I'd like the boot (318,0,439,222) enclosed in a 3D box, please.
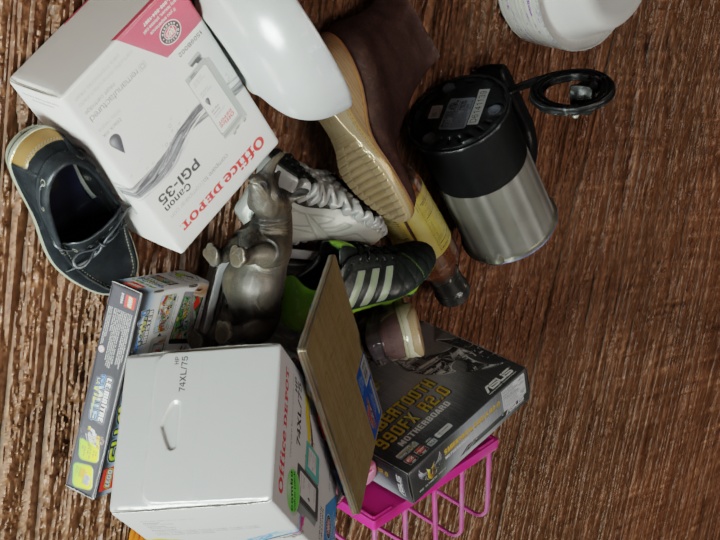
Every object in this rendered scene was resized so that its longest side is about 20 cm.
[{"bbox_3d":[0.034,-0.168,1.331,0.166,0.072,0.200,-45,111,-30],"label":"boot"}]

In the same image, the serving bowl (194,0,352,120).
[{"bbox_3d":[-0.090,-0.205,1.138,0.066,0.200,0.200,-35,134,-3],"label":"serving bowl"}]

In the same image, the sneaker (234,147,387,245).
[{"bbox_3d":[-0.049,-0.059,1.336,0.200,0.075,0.081,22,110,-51],"label":"sneaker"}]

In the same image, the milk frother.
[{"bbox_3d":[0.184,-0.122,1.450,0.181,0.200,0.188,-53,138,-21],"label":"milk frother"}]

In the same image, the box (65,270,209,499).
[{"bbox_3d":[-0.204,0.103,1.228,0.110,0.035,0.200,-9,117,-63],"label":"box"}]

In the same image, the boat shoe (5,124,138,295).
[{"bbox_3d":[-0.234,-0.040,1.131,0.075,0.062,0.200,-43,144,-19],"label":"boat shoe"}]

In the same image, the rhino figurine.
[{"bbox_3d":[-0.097,-0.016,1.229,0.087,0.060,0.200,-9,119,-51],"label":"rhino figurine"}]

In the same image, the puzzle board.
[{"bbox_3d":[-0.019,0.108,1.265,0.151,0.017,0.200,-75,154,-54],"label":"puzzle board"}]

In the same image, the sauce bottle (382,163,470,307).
[{"bbox_3d":[0.068,-0.033,1.468,0.066,0.066,0.200,-50,138,-19],"label":"sauce bottle"}]

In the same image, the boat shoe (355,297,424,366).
[{"bbox_3d":[0.023,0.066,1.406,0.065,0.200,0.072,-9,92,-6],"label":"boat shoe"}]

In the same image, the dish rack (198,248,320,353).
[{"bbox_3d":[-0.094,0.055,1.349,0.200,0.044,0.172,5,104,-48],"label":"dish rack"}]

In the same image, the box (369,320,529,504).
[{"bbox_3d":[0.064,0.150,1.472,0.200,0.158,0.048,-36,133,-30],"label":"box"}]

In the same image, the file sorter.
[{"bbox_3d":[0.037,0.253,1.506,0.200,0.139,0.126,-26,128,-37],"label":"file sorter"}]

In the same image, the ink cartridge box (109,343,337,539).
[{"bbox_3d":[-0.115,0.175,1.197,0.200,0.146,0.147,62,26,-59],"label":"ink cartridge box"}]

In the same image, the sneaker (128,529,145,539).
[{"bbox_3d":[-0.157,0.238,1.355,0.200,0.076,0.092,-42,154,-30],"label":"sneaker"}]

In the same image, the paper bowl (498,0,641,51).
[{"bbox_3d":[0.251,-0.346,1.495,0.201,0.104,0.201,-20,120,-39],"label":"paper bowl"}]

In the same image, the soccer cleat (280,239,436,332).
[{"bbox_3d":[0.000,0.000,1.344,0.200,0.067,0.081,-25,122,-34],"label":"soccer cleat"}]

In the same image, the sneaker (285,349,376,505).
[{"bbox_3d":[-0.053,0.170,1.345,0.095,0.079,0.200,-42,127,-27],"label":"sneaker"}]

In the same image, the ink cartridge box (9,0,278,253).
[{"bbox_3d":[-0.177,-0.136,1.143,0.147,0.083,0.200,-51,136,-18],"label":"ink cartridge box"}]
